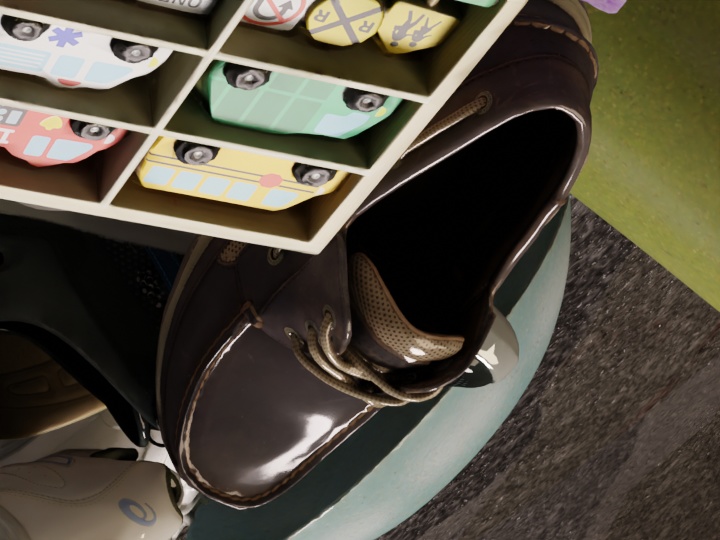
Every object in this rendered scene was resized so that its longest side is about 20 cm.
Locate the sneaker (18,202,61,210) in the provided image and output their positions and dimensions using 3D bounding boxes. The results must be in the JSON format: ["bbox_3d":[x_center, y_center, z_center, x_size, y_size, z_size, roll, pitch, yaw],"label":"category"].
[{"bbox_3d":[-0.030,-0.078,0.912,0.200,0.079,0.079,-25,162,-43],"label":"sneaker"}]

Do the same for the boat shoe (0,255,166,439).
[{"bbox_3d":[-0.070,-0.017,0.997,0.201,0.073,0.063,-46,-170,-14],"label":"boat shoe"}]

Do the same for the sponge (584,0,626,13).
[{"bbox_3d":[0.046,-0.129,0.677,0.200,0.111,0.030,129,-21,-66],"label":"sponge"}]

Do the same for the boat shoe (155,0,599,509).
[{"bbox_3d":[0.000,0.000,0.837,0.074,0.073,0.200,20,121,-23],"label":"boat shoe"}]

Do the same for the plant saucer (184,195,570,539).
[{"bbox_3d":[0.016,0.047,1.063,0.201,0.039,0.201,-44,-167,13],"label":"plant saucer"}]

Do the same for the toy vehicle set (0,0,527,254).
[{"bbox_3d":[-0.073,-0.064,0.725,0.199,0.027,0.124,10,143,-25],"label":"toy vehicle set"}]

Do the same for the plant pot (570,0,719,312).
[{"bbox_3d":[0.142,-0.078,1.128,0.200,0.184,0.201,-39,164,-14],"label":"plant pot"}]

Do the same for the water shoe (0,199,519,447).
[{"bbox_3d":[-0.050,0.023,0.932,0.072,0.199,0.079,134,-30,-76],"label":"water shoe"}]

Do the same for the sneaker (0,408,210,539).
[{"bbox_3d":[-0.086,0.084,1.047,0.199,0.100,0.078,-24,173,24],"label":"sneaker"}]

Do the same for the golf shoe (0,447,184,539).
[{"bbox_3d":[-0.102,0.095,0.937,0.097,0.079,0.200,-21,180,-11],"label":"golf shoe"}]
